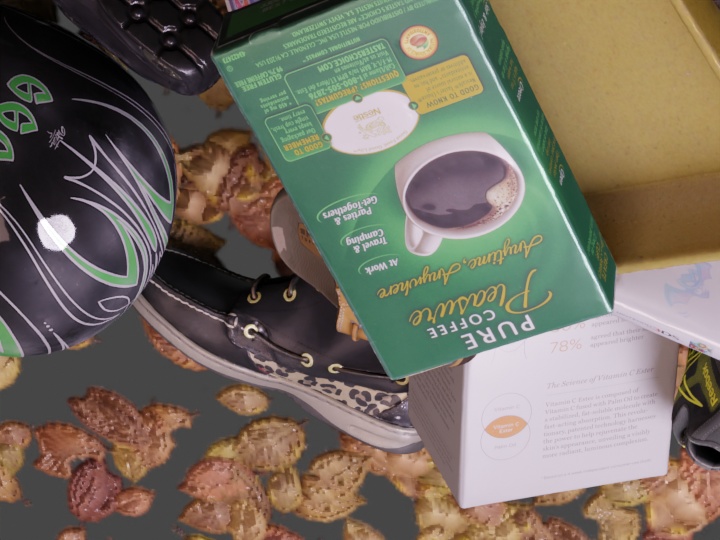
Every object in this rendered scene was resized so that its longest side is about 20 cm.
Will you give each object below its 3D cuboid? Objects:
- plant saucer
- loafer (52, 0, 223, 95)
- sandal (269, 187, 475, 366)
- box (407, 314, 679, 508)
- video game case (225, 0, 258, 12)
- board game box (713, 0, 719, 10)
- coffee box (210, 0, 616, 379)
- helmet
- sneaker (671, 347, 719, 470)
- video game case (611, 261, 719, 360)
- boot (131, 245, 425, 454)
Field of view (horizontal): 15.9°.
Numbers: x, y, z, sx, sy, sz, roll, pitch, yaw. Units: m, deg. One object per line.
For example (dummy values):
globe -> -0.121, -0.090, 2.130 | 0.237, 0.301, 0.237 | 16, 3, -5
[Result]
plant saucer -> 0.107, -0.093, 1.199 | 0.200, 0.048, 0.200 | -8, 122, 52
loafer -> -0.153, -0.171, 1.414 | 0.201, 0.068, 0.070 | 45, 164, 2
sandal -> 0.000, 0.000, 1.350 | 0.200, 0.054, 0.082 | 30, 128, 50
box -> 0.099, 0.011, 1.383 | 0.124, 0.098, 0.201 | -8, 121, -15
video game case -> -0.053, -0.191, 1.254 | 0.143, 0.018, 0.201 | 6, 116, 67
board game box -> 0.246, -0.155, 1.223 | 0.200, 0.023, 0.105 | -42, 138, 13
coffee box -> 0.028, -0.050, 1.202 | 0.123, 0.044, 0.200 | -20, 119, 20
helmet -> -0.195, -0.046, 1.435 | 0.190, 0.200, 0.200 | 37, 128, -18
sneaker -> 0.194, 0.065, 1.371 | 0.074, 0.200, 0.085 | 30, 87, 8
video game case -> 0.237, -0.035, 1.283 | 0.181, 0.201, 0.024 | 23, 162, 9
boot -> -0.023, 0.000, 1.481 | 0.203, 0.074, 0.154 | 28, 123, 2
